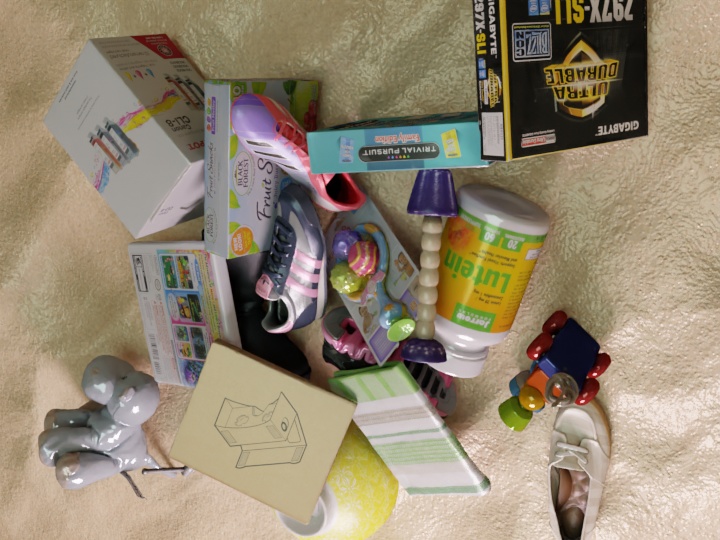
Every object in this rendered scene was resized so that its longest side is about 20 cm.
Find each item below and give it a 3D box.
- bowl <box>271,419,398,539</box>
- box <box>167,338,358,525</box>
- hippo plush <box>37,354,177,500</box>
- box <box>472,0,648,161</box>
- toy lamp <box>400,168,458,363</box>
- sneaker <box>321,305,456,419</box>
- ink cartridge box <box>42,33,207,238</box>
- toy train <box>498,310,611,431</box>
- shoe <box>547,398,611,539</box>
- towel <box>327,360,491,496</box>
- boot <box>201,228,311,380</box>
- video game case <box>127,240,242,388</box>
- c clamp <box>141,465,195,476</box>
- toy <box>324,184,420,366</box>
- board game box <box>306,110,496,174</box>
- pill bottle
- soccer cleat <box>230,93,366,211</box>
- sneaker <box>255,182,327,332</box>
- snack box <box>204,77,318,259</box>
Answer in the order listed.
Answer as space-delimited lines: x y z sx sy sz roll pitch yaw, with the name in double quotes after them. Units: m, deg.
-0.057 0.292 1.098 0.197 0.108 0.203 6 107 22 "bowl"
-0.123 0.199 1.026 0.198 0.021 0.165 24 97 6 "box"
-0.363 0.218 1.187 0.199 0.159 0.162 33 115 14 "hippo plush"
0.200 -0.200 0.806 0.049 0.198 0.162 12 111 57 "box"
0.072 -0.006 0.875 0.057 0.058 0.203 6 94 22 "toy lamp"
0.031 0.130 1.045 0.199 0.079 0.096 34 136 14 "sneaker"
-0.263 -0.171 1.040 0.201 0.145 0.145 50 122 5 "ink cartridge box"
0.192 0.133 0.893 0.085 0.200 0.116 43 121 7 "toy train"
0.257 0.246 0.973 0.069 0.053 0.203 5 106 23 "shoe"
0.060 0.195 1.011 0.148 0.031 0.201 -18 111 49 "towel"
-0.139 0.043 1.085 0.198 0.076 0.170 26 117 23 "boot"
-0.232 0.060 1.100 0.180 0.024 0.203 1 105 39 "video game case"
-0.169 0.216 1.100 0.200 0.170 0.027 -45 60 21 "c clamp"
0.000 0.000 0.977 0.116 0.047 0.201 -54 51 26 "toy"
0.063 -0.142 0.903 0.197 0.151 0.048 0 105 24 "board game box"
0.131 0.015 0.936 0.110 0.111 0.203 24 112 17 "pill bottle"
-0.068 -0.133 0.944 0.076 0.200 0.067 17 71 43 "soccer cleat"
-0.088 -0.005 0.986 0.070 0.081 0.202 37 142 42 "sneaker"
-0.120 -0.127 0.991 0.053 0.141 0.203 17 112 40 "snack box"
